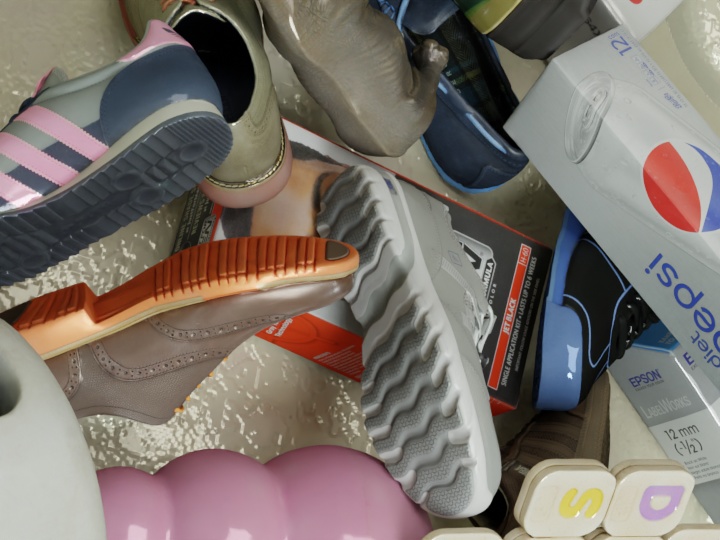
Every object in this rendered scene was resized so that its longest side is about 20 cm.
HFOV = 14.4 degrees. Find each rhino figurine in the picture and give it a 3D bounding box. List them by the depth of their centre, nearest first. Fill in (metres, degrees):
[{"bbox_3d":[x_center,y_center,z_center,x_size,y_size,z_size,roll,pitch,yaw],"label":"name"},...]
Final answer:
[{"bbox_3d":[-0.020,-0.137,1.495,0.200,0.060,0.088,49,35,-38],"label":"rhino figurine"}]

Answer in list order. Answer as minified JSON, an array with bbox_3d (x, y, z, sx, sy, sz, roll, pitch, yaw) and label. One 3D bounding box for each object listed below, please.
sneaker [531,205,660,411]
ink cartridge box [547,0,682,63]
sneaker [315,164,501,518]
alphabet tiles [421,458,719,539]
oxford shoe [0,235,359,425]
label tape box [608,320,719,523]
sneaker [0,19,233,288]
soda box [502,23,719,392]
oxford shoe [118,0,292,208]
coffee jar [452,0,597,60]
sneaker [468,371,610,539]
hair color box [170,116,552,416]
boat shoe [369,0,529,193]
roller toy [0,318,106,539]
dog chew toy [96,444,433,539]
[{"bbox_3d":[0.145,0.006,1.589,0.078,0.070,0.200,11,44,6],"label":"sneaker"},{"bbox_3d":[0.156,-0.232,1.690,0.200,0.084,0.146,-42,100,-31],"label":"ink cartridge box"},{"bbox_3d":[0.044,0.033,1.466,0.082,0.075,0.201,7,56,-36],"label":"sneaker"},{"bbox_3d":[0.100,0.184,1.458,0.195,0.015,0.201,3,118,-31],"label":"alphabet tiles"},{"bbox_3d":[-0.091,0.034,1.446,0.199,0.071,0.073,-15,106,8],"label":"oxford shoe"},{"bbox_3d":[0.226,0.043,1.672,0.143,0.066,0.200,-39,100,-32],"label":"label tape box"},{"bbox_3d":[-0.160,-0.054,1.428,0.070,0.199,0.082,52,16,-57],"label":"sneaker"},{"bbox_3d":[0.170,-0.034,1.549,0.063,0.068,0.200,-28,74,-39],"label":"soda box"},{"bbox_3d":[-0.083,-0.131,1.492,0.071,0.074,0.200,-21,59,-8],"label":"oxford shoe"},{"bbox_3d":[0.050,-0.207,1.547,0.200,0.085,0.104,38,45,-8],"label":"coffee jar"},{"bbox_3d":[0.095,0.110,1.550,0.200,0.075,0.071,-72,164,-62],"label":"sneaker"},{"bbox_3d":[0.000,0.000,1.550,0.199,0.061,0.102,24,66,-23],"label":"hair color box"},{"bbox_3d":[0.046,-0.145,1.611,0.084,0.069,0.200,-37,97,-32],"label":"boat shoe"},{"bbox_3d":[-0.206,0.115,1.324,0.139,0.182,0.201,-17,86,-34],"label":"roller toy"},{"bbox_3d":[-0.064,0.145,1.444,0.199,0.124,0.125,8,73,-21],"label":"dog chew toy"}]
